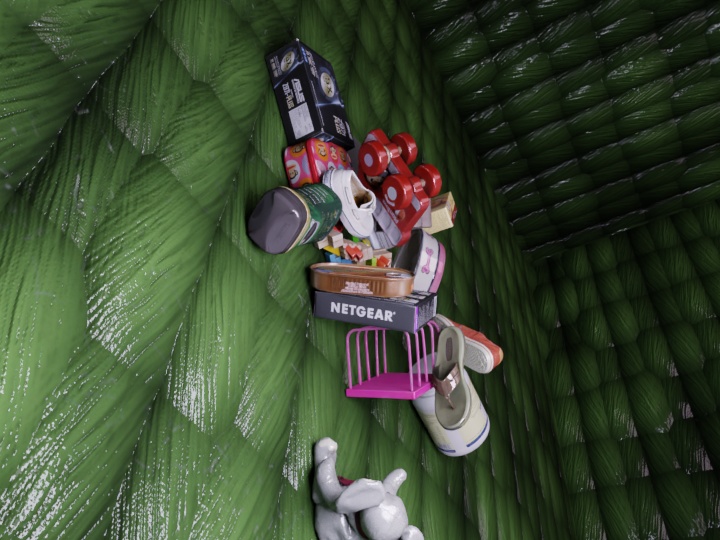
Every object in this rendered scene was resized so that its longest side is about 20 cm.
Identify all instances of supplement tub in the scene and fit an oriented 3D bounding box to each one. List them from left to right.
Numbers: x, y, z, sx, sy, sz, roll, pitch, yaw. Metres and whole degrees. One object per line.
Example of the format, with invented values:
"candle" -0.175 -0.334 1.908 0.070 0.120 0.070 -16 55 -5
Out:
"supplement tub" 0.201 0.306 1.421 0.203 0.142 0.146 61 24 -22

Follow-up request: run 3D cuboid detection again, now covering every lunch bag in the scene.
"lunch bag" -0.070 -0.165 1.249 0.199 0.080 0.182 -7 83 -67

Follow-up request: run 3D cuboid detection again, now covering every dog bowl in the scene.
"dog bowl" 0.126 0.007 1.408 0.072 0.202 0.203 19 42 -12

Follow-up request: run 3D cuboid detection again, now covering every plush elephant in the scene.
"plush elephant" 0.009 0.353 0.918 0.167 0.151 0.201 61 24 -21

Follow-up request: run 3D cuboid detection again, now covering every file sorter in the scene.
"file sorter" 0.070 0.165 1.195 0.199 0.135 0.130 -1 88 -67

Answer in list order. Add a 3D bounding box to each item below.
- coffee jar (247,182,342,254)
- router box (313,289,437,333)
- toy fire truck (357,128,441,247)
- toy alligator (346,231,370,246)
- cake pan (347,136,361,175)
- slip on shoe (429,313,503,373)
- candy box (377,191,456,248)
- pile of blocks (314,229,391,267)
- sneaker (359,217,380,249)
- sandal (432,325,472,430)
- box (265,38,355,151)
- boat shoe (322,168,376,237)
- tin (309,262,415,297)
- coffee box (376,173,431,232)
"coffee jar" -0.110 -0.092 1.054 0.085 0.105 0.199 40 20 9
"router box" 0.030 0.063 1.140 0.149 0.194 0.053 -17 112 -67
"toy fire truck" 0.056 -0.169 1.234 0.110 0.169 0.202 -23 70 -38
"toy alligator" 0.000 0.000 1.320 0.054 0.058 0.205 15 -56 64
"cake pan" -0.011 -0.237 1.491 0.201 0.036 0.204 50 30 -43
"slip on shoe" 0.207 0.144 1.241 0.060 0.199 0.076 -9 113 -32
"candy box" 0.138 -0.123 1.537 0.056 0.195 0.116 63 24 -18
"pile of blocks" -0.010 -0.020 1.230 0.196 0.062 0.084 19 96 -36
"sneaker" 0.010 -0.112 1.375 0.070 0.072 0.205 -20 91 -42
"sandal" 0.161 0.199 1.159 0.057 0.079 0.206 30 49 -41
"box" -0.103 -0.353 1.301 0.163 0.084 0.206 3 70 -67
"boat shoe" -0.003 -0.130 1.202 0.201 0.068 0.073 55 40 -52
"tin" 0.003 0.016 1.128 0.112 0.193 0.043 -55 149 -73
"coffee box" 0.087 -0.148 1.380 0.199 0.077 0.117 -178 -95 -74
